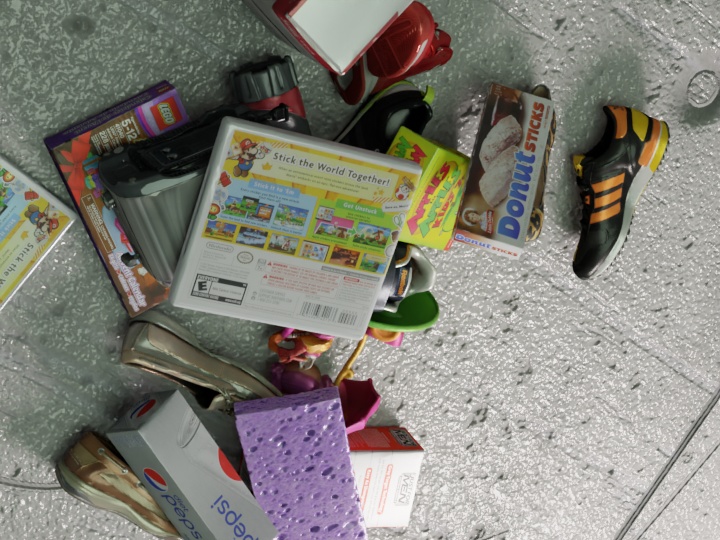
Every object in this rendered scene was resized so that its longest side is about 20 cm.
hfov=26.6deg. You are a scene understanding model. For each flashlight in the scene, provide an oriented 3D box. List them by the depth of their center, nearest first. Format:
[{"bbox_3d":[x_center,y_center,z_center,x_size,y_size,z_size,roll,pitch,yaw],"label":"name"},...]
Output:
[{"bbox_3d":[-0.074,-0.112,1.535,0.067,0.068,0.201,-6,109,26],"label":"flashlight"}]

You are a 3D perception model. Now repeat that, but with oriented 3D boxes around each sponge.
[{"bbox_3d":[-0.061,0.216,1.617,0.111,0.030,0.201,-11,121,-1],"label":"sponge"}]

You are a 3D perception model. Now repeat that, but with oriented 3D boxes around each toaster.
[{"bbox_3d":[-0.146,-0.072,1.467,0.199,0.114,0.130,-25,122,-18],"label":"toaster"}]

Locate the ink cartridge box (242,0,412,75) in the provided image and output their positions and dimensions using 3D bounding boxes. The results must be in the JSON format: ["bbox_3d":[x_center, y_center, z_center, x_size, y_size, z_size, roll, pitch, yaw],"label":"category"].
[{"bbox_3d":[-0.027,-0.280,1.431,0.147,0.200,0.083,-47,118,-1],"label":"ink cartridge box"}]

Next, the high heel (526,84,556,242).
[{"bbox_3d":[0.168,-0.112,1.601,0.071,0.200,0.144,12,111,5],"label":"high heel"}]

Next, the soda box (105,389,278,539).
[{"bbox_3d":[-0.173,0.221,1.585,0.068,0.063,0.201,-46,112,-36],"label":"soda box"}]

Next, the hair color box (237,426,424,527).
[{"bbox_3d":[-0.036,0.233,1.710,0.199,0.061,0.102,4,110,-24],"label":"hair color box"}]

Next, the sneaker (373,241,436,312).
[{"bbox_3d":[0.000,0.000,1.530,0.199,0.079,0.079,-13,126,-48],"label":"sneaker"}]

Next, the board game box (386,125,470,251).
[{"bbox_3d":[0.067,-0.080,1.572,0.102,0.047,0.200,-60,161,8],"label":"board game box"}]

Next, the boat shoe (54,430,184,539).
[{"bbox_3d":[-0.225,0.231,1.619,0.199,0.076,0.072,30,94,-32],"label":"boat shoe"}]

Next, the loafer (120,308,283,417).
[{"bbox_3d":[-0.167,0.116,1.592,0.200,0.072,0.063,36,57,-24],"label":"loafer"}]

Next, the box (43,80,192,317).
[{"bbox_3d":[-0.212,-0.070,1.523,0.136,0.039,0.201,-28,119,-13],"label":"box"}]

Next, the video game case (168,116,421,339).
[{"bbox_3d":[-0.060,-0.035,1.425,0.199,0.023,0.183,12,109,-24],"label":"video game case"}]

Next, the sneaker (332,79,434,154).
[{"bbox_3d":[0.007,-0.112,1.579,0.071,0.083,0.201,29,97,-30],"label":"sneaker"}]

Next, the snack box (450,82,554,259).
[{"bbox_3d":[0.146,-0.104,1.553,0.071,0.201,0.024,17,145,-2],"label":"snack box"}]

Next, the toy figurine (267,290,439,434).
[{"bbox_3d":[-0.037,0.092,1.630,0.199,0.150,0.185,16,114,-6],"label":"toy figurine"}]

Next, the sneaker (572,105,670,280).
[{"bbox_3d":[0.269,-0.091,1.723,0.090,0.070,0.201,22,100,-14],"label":"sneaker"}]

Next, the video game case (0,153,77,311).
[{"bbox_3d":[-0.402,-0.030,1.464,0.182,0.023,0.200,40,90,-31],"label":"video game case"}]

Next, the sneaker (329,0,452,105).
[{"bbox_3d":[0.049,-0.234,1.504,0.115,0.200,0.079,-27,93,-24],"label":"sneaker"}]
